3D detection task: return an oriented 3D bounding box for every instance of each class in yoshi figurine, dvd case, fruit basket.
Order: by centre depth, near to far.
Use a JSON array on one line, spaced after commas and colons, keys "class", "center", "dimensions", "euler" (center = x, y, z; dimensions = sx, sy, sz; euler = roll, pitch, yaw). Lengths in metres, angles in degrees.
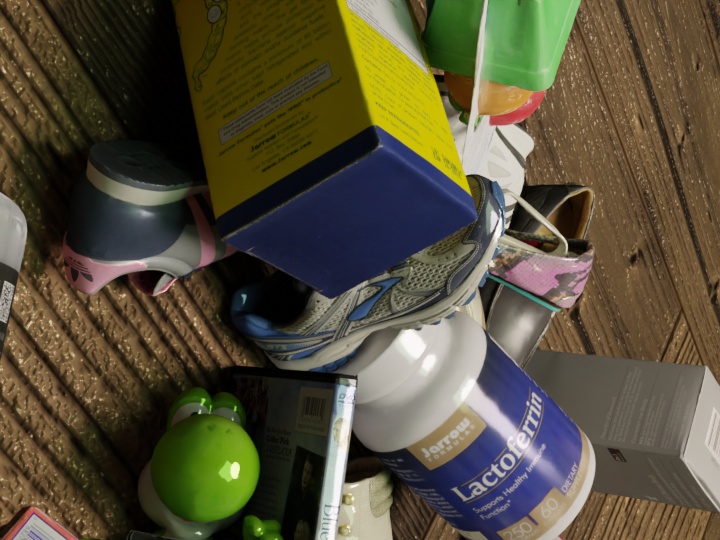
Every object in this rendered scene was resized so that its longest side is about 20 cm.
[{"class": "yoshi figurine", "center": [-0.102, 0.165, 0.778], "dimensions": [0.112, 0.112, 0.201], "euler": [19, 74, -47]}, {"class": "dvd case", "center": [-0.055, 0.158, 0.814], "dimensions": [0.017, 0.142, 0.201], "euler": [11, 83, -29]}, {"class": "fruit basket", "center": [0.086, -0.146, 0.894], "dimensions": [0.200, 0.093, 0.186], "euler": [99, 11, -56]}]

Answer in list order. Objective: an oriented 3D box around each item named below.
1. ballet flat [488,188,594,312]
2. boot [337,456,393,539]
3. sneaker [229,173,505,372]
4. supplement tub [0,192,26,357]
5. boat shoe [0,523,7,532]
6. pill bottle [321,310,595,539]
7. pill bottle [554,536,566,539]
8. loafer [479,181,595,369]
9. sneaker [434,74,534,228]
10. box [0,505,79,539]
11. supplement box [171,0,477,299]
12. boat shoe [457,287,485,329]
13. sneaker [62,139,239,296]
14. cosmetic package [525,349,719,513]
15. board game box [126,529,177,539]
[{"class": "ballet flat", "center": [0.081, -0.031, 0.982], "dimensions": [0.199, 0.069, 0.071], "euler": [19, 108, -18]}, {"class": "boot", "center": [-0.032, 0.216, 0.907], "dimensions": [0.200, 0.072, 0.156], "euler": [-19, 109, -58]}, {"class": "sneaker", "center": [0.000, 0.000, 0.843], "dimensions": [0.085, 0.200, 0.077], "euler": [32, 34, -40]}, {"class": "supplement tub", "center": [-0.221, 0.056, 0.585], "dimensions": [0.122, 0.122, 0.201], "euler": [23, 73, -53]}, {"class": "boat shoe", "center": [-0.188, 0.233, 0.702], "dimensions": [0.072, 0.060, 0.202], "euler": [62, 43, -73]}, {"class": "pill bottle", "center": [0.063, 0.100, 0.946], "dimensions": [0.200, 0.115, 0.116], "euler": [44, 56, -26]}, {"class": "pill bottle", "center": [0.169, 0.289, 1.159], "dimensions": [0.200, 0.110, 0.111], "euler": [36, 64, -49]}, {"class": "loafer", "center": [0.135, 0.009, 1.109], "dimensions": [0.073, 0.072, 0.201], "euler": [33, 61, -27]}, {"class": "sneaker", "center": [0.071, -0.070, 1.023], "dimensions": [0.200, 0.075, 0.116], "euler": [23, 72, -55]}, {"class": "box", "center": [-0.175, 0.215, 0.614], "dimensions": [0.102, 0.095, 0.200], "euler": [39, 72, -6]}, {"class": "supplement box", "center": [-0.026, -0.105, 0.786], "dimensions": [0.109, 0.109, 0.201], "euler": [30, 38, -51]}, {"class": "boat shoe", "center": [0.068, 0.082, 1.040], "dimensions": [0.065, 0.072, 0.201], "euler": [-31, 114, -43]}, {"class": "sneaker", "center": [-0.103, -0.027, 0.810], "dimensions": [0.200, 0.070, 0.082], "euler": [2, 117, -58]}, {"class": "cosmetic package", "center": [0.197, 0.127, 1.112], "dimensions": [0.107, 0.199, 0.091], "euler": [46, 55, -43]}, {"class": "board game box", "center": [-0.091, 0.238, 0.673], "dimensions": [0.028, 0.135, 0.201], "euler": [67, 39, -57]}]
